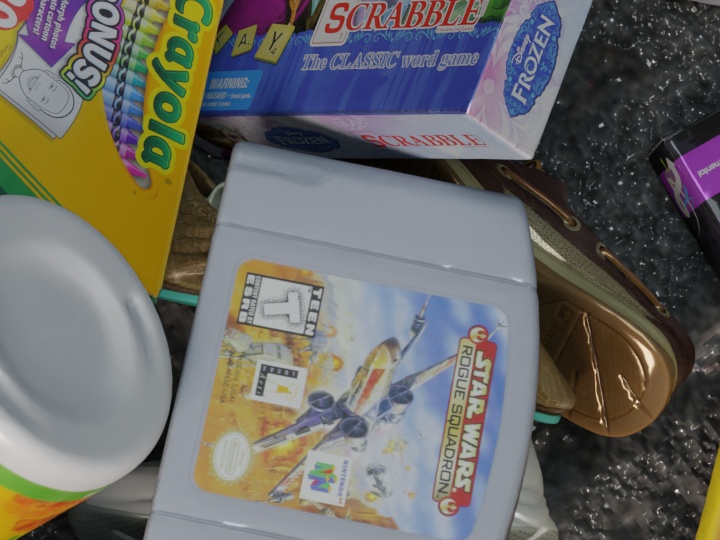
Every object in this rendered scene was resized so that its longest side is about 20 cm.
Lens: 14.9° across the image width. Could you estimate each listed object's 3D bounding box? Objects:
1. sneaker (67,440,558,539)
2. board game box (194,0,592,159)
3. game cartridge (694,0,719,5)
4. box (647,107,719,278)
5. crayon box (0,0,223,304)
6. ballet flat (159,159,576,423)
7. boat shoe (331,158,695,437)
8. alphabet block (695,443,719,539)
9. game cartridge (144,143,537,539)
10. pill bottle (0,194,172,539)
[{"bbox_3d":[-0.022,0.086,1.124,0.199,0.071,0.081,0,62,-13],"label":"sneaker"},{"bbox_3d":[0.024,-0.141,1.111,0.041,0.199,0.200,33,71,-36],"label":"board game box"},{"bbox_3d":[0.224,-0.185,1.236,0.199,0.042,0.134,-9,76,-12],"label":"game cartridge"},{"bbox_3d":[0.236,-0.001,1.199,0.143,0.036,0.201,-28,83,-14],"label":"box"},{"bbox_3d":[-0.125,-0.081,1.093,0.118,0.058,0.201,24,55,-21],"label":"crayon box"},{"bbox_3d":[0.000,0.000,1.116,0.199,0.068,0.073,18,91,17],"label":"ballet flat"},{"bbox_3d":[0.058,-0.012,1.158,0.200,0.072,0.072,36,32,12],"label":"boat shoe"},{"bbox_3d":[0.245,0.139,1.067,0.199,0.195,0.197,13,94,-8],"label":"alphabet block"},{"bbox_3d":[-0.003,0.054,1.028,0.132,0.042,0.201,9,66,4],"label":"game cartridge"},{"bbox_3d":[-0.173,0.062,1.023,0.111,0.200,0.112,28,46,-35],"label":"pill bottle"}]
